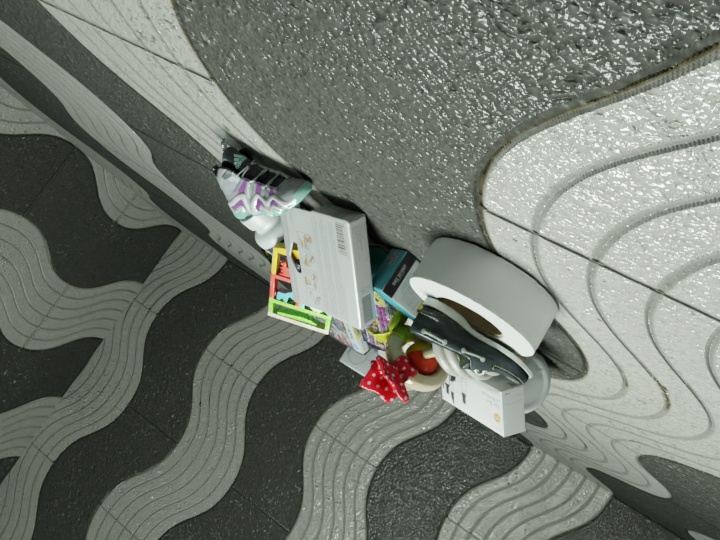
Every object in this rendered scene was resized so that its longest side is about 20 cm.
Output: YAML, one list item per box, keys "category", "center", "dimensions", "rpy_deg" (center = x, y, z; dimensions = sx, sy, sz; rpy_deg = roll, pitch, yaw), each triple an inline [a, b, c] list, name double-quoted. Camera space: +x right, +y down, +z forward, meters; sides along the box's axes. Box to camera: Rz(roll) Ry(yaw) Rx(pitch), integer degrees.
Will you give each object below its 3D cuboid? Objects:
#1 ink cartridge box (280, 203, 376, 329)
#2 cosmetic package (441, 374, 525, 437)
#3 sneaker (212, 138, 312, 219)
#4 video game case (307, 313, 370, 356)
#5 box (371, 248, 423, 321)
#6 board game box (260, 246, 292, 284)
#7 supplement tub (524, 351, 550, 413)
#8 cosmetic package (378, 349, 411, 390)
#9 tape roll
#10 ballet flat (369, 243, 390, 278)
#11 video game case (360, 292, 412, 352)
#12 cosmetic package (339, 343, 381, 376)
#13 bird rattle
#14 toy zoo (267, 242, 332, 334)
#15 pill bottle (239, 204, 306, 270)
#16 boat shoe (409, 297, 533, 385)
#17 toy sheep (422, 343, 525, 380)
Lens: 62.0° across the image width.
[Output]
- category: "ink cartridge box"
  center: [-0.057, -0.016, 1.037]
  dimensions: [0.176, 0.045, 0.201]
  rpy_deg: [19, 126, 41]
- category: "cosmetic package"
  center: [0.213, 0.219, 1.072]
  dimensions: [0.050, 0.083, 0.200]
  rpy_deg: [-11, -169, -21]
- category: "sneaker"
  center: [-0.180, -0.160, 0.992]
  dimensions: [0.200, 0.078, 0.140]
  rpy_deg: [-5, 126, 41]
- category: "video game case"
  center: [-0.074, 0.094, 1.397]
  dimensions: [0.200, 0.025, 0.181]
  rpy_deg: [25, 145, 43]
- category: "box"
  center: [0.112, 0.051, 1.060]
  dimensions: [0.200, 0.082, 0.049]
  rpy_deg: [39, 169, -29]
- category: "board game box"
  center: [-0.154, -0.001, 1.280]
  dimensions: [0.105, 0.023, 0.200]
  rpy_deg: [41, 180, -25]
- category: "supplement tub"
  center: [0.264, 0.197, 1.172]
  dimensions: [0.122, 0.123, 0.200]
  rpy_deg: [36, 170, -18]
- category: "cosmetic package"
  center: [0.152, 0.203, 1.336]
  dimensions: [0.199, 0.088, 0.103]
  rpy_deg: [-10, -177, -17]
- category: "tape roll"
  center: [0.171, 0.039, 0.847]
  dimensions: [0.202, 0.071, 0.202]
  rpy_deg: [31, 170, 6]
- category: "ballet flat"
  center: [0.000, 0.000, 1.126]
  dimensions: [0.200, 0.062, 0.068]
  rpy_deg: [-30, 80, 42]
- category: "video game case"
  center: [0.069, 0.090, 1.212]
  dimensions: [0.181, 0.036, 0.200]
  rpy_deg: [15, 136, 32]
- category: "cosmetic package"
  center: [0.057, 0.168, 1.451]
  dimensions: [0.151, 0.200, 0.052]
  rpy_deg: [21, 166, 47]
- category: "bird rattle"
  center: [0.091, 0.155, 1.082]
  dimensions: [0.163, 0.113, 0.200]
  rpy_deg: [20, -145, -17]
- category: "toy zoo"
  center: [-0.106, 0.024, 1.128]
  dimensions: [0.131, 0.020, 0.201]
  rpy_deg: [17, 127, 8]
- category: "pill bottle"
  center: [-0.132, -0.069, 1.163]
  dimensions: [0.200, 0.111, 0.111]
  rpy_deg: [39, 168, -31]
- category: "boat shoe"
  center: [0.160, 0.117, 0.878]
  dimensions: [0.200, 0.060, 0.076]
  rpy_deg: [34, 170, -5]
- category: "toy sheep"
  center: [0.190, 0.123, 1.002]
  dimensions: [0.200, 0.138, 0.138]
  rpy_deg: [-26, 129, 35]
